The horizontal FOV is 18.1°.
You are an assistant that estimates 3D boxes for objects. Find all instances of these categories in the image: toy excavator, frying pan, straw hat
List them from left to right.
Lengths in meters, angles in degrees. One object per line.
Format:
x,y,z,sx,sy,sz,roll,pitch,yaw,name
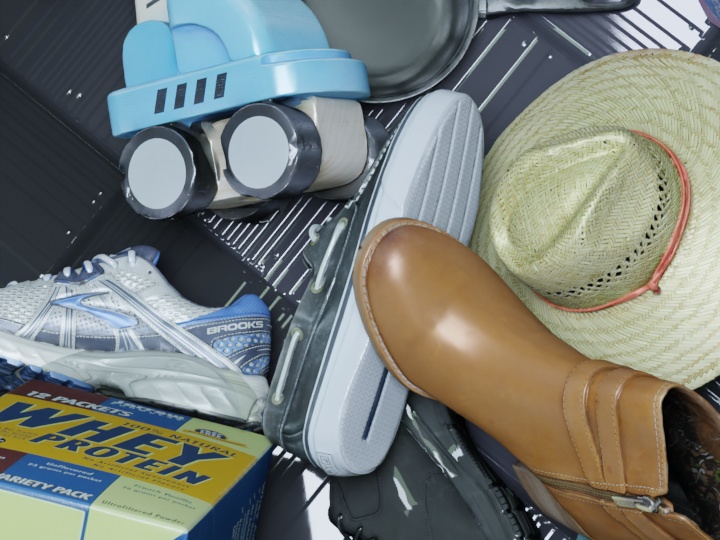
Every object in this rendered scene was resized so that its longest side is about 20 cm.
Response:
-0.089,-0.124,1.178,0.193,0.100,0.202,-10,85,31,toy excavator
0.040,-0.159,1.218,0.189,0.031,0.116,-22,83,-10,frying pan
0.112,-0.027,1.122,0.200,0.085,0.203,-9,72,30,straw hat

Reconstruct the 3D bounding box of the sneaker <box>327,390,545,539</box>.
0.034,0.124,1.154,0.090,0.076,0.201,-34,69,5,sneaker

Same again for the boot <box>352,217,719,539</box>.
0.090,0.056,1.043,0.077,0.155,0.201,-39,107,-19,boot

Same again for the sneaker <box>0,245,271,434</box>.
-0.138,0.028,1.189,0.198,0.077,0.086,14,71,1,sneaker

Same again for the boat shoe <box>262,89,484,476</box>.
0.000,0.000,1.123,0.071,0.072,0.201,13,76,34,boat shoe

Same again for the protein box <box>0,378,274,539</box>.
-0.140,0.176,1.066,0.134,0.200,0.200,13,99,7,protein box

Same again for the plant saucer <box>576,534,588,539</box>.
0.176,0.178,1.092,0.036,0.199,0.202,4,77,-36,plant saucer

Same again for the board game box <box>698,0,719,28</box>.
0.225,-0.241,1.132,0.199,0.200,0.043,-47,53,-3,board game box
